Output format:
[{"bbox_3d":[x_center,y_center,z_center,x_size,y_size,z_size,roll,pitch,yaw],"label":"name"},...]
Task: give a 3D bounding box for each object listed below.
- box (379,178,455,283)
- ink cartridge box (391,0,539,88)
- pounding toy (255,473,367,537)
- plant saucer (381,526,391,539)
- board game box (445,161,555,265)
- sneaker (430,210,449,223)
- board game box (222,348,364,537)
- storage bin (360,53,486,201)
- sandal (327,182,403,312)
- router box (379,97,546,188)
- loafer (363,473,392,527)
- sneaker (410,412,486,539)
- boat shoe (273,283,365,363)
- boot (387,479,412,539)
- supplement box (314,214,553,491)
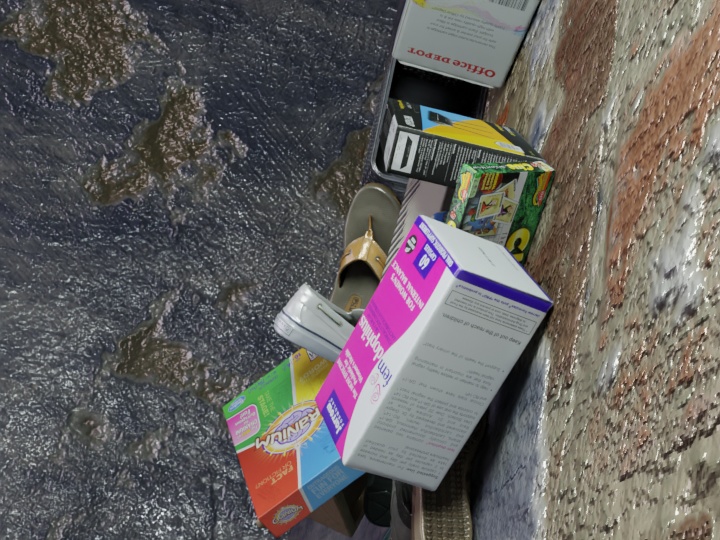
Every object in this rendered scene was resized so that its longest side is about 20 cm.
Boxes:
[{"bbox_3d":[0.078,-0.009,1.280,0.068,0.082,0.202,0,67,45],"label":"box"},{"bbox_3d":[0.131,-0.327,1.335,0.201,0.144,0.083,110,173,-54],"label":"ink cartridge box"},{"bbox_3d":[-0.050,0.232,1.424,0.185,0.141,0.201,-58,-26,-26],"label":"pounding toy"},{"bbox_3d":[0.047,0.316,1.336,0.201,0.019,0.070,109,173,-56],"label":"plant saucer"},{"bbox_3d":[0.108,-0.003,1.041,0.023,0.104,0.202,37,123,39],"label":"board game box"},{"bbox_3d":[0.093,0.032,1.211,0.076,0.076,0.202,-175,97,-83],"label":"sneaker"},{"bbox_3d":[-0.068,0.181,1.282,0.153,0.040,0.200,-37,35,4],"label":"board game box"},{"bbox_3d":[0.086,-0.187,1.534,0.094,0.134,0.202,117,166,-70],"label":"storage bin"},{"bbox_3d":[0.000,0.000,1.316,0.055,0.081,0.202,-35,-33,-75],"label":"sandal"},{"bbox_3d":[0.097,-0.124,1.159,0.200,0.148,0.052,-95,19,-74],"label":"router box"},{"bbox_3d":[0.042,0.217,1.373,0.063,0.071,0.202,-72,-4,-60],"label":"loafer"},{"bbox_3d":[0.072,0.191,1.064,0.076,0.070,0.202,108,173,-54],"label":"sneaker"},{"bbox_3d":[-0.005,0.077,1.280,0.067,0.199,0.074,-57,41,7],"label":"boat shoe"},{"bbox_3d":[0.050,0.249,1.206,0.201,0.067,0.132,-85,6,-61],"label":"boot"},{"bbox_3d":[0.058,0.072,0.972,0.201,0.103,0.101,-62,29,18],"label":"supplement box"}]
